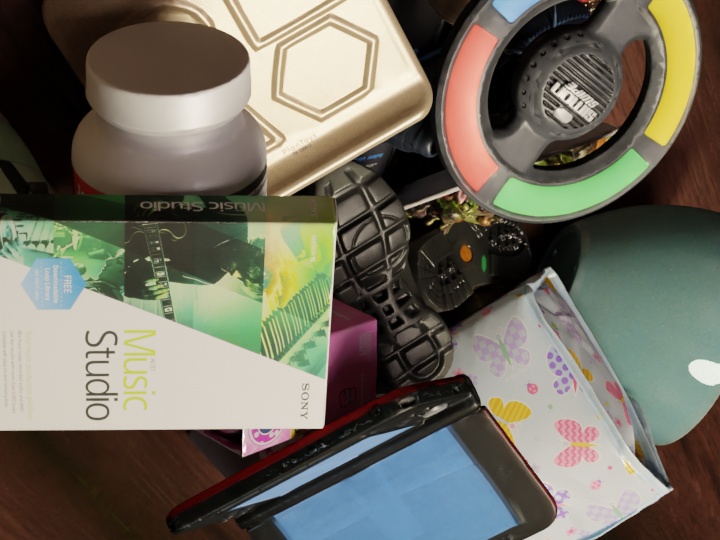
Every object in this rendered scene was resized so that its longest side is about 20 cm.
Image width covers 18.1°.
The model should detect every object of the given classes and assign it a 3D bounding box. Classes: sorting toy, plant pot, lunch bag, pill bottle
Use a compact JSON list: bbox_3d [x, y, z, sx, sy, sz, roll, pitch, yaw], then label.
[{"bbox_3d":[-0.073,-0.136,1.390,0.185,0.037,0.200,-30,126,1],"label":"sorting toy"},{"bbox_3d":[0.218,0.028,1.864,0.134,0.200,0.201,20,113,-15],"label":"plant pot"},{"bbox_3d":[0.125,0.127,1.772,0.169,0.200,0.127,-33,178,18],"label":"lunch bag"},{"bbox_3d":[-0.113,-0.038,1.336,0.116,0.116,0.201,-23,130,-33],"label":"pill bottle"}]

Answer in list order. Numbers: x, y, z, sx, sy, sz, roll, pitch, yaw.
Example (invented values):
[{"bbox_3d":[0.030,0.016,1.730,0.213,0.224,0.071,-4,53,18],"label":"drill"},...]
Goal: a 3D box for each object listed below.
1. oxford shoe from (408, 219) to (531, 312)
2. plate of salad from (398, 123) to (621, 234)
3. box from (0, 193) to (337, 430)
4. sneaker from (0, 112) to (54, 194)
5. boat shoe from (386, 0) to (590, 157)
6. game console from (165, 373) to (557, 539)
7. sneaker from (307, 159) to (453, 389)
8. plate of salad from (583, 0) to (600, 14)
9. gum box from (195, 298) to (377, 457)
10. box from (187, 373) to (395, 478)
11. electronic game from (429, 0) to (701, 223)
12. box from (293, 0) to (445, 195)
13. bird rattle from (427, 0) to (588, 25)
[{"bbox_3d":[0.065,-0.007,1.746,0.084,0.073,0.200,-20,179,35],"label":"oxford shoe"},{"bbox_3d":[0.106,-0.063,1.637,0.199,0.048,0.200,-19,-178,1],"label":"plate of salad"},{"bbox_3d":[-0.115,0.025,1.286,0.199,0.036,0.145,-1,123,-7],"label":"box"},{"bbox_3d":[-0.263,-0.026,1.297,0.200,0.118,0.074,-23,141,-31],"label":"sneaker"},{"bbox_3d":[0.094,-0.125,1.568,0.200,0.069,0.084,-34,147,-26],"label":"boat shoe"},{"bbox_3d":[0.003,0.163,1.498,0.200,0.119,0.172,-30,171,20],"label":"game console"},{"bbox_3d":[0.000,0.000,1.593,0.075,0.079,0.200,-30,125,-12],"label":"sneaker"},{"bbox_3d":[0.164,-0.220,1.645,0.200,0.048,0.200,-29,143,-25],"label":"plate of salad"},{"bbox_3d":[-0.096,0.045,1.494,0.113,0.200,0.066,-18,119,-38],"label":"gum box"},{"bbox_3d":[-0.012,0.127,1.664,0.115,0.200,0.132,-1,125,-47],"label":"box"},{"bbox_3d":[0.137,-0.123,1.491,0.199,0.042,0.201,-12,122,-21],"label":"electronic game"},{"bbox_3d":[-0.038,-0.131,1.509,0.200,0.050,0.199,-11,133,-44],"label":"box"},{"bbox_3d":[0.103,-0.231,1.495,0.163,0.113,0.200,-46,144,-5],"label":"bird rattle"}]
